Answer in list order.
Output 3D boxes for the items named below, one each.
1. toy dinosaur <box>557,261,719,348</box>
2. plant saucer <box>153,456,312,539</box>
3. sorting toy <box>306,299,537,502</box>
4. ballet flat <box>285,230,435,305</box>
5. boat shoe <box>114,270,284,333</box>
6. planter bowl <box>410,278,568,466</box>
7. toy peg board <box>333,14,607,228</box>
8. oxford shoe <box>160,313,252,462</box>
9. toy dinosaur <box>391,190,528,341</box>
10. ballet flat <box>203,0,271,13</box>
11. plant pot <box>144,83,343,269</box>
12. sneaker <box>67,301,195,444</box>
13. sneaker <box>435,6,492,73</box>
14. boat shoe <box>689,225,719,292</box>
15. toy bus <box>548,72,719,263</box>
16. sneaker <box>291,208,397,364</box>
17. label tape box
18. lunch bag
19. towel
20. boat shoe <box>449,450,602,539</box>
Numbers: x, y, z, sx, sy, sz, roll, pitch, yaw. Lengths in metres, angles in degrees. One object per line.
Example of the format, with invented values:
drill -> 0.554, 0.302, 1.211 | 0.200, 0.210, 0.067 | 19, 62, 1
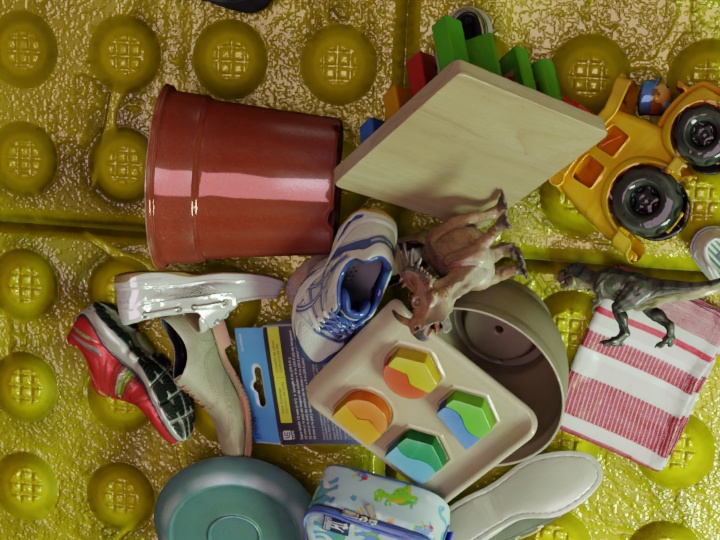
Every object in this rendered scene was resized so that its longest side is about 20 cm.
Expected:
toy dinosaur -> 0.301, 0.038, 1.271 | 0.199, 0.047, 0.089 | 4, 94, 27
plant saucer -> -0.148, 0.309, 1.403 | 0.198, 0.027, 0.202 | 0, 119, 1
sorting toy -> 0.058, 0.148, 1.243 | 0.200, 0.037, 0.185 | 41, 128, -4
ballet flat -> 0.000, 0.000, 1.338 | 0.199, 0.067, 0.069 | -20, 95, 13
boat shoe -> -0.180, 0.036, 1.335 | 0.199, 0.071, 0.070 | -1, 87, -27
planter bowl -> 0.137, 0.091, 1.278 | 0.199, 0.135, 0.202 | 12, 124, 18
toy peg board -> 0.104, -0.151, 1.197 | 0.199, 0.199, 0.098 | -38, 49, 42
oxford shoe -> -0.182, 0.135, 1.380 | 0.071, 0.073, 0.201 | -21, 87, 57
toy dinosaur -> 0.093, -0.015, 1.199 | 0.135, 0.200, 0.086 | -17, 107, 10
ballet flat -> -0.193, -0.335, 1.317 | 0.198, 0.073, 0.074 | 16, 102, 8
plant pot -> -0.119, -0.096, 1.289 | 0.193, 0.201, 0.203 | 3, 100, 2
sneaker -> -0.275, 0.131, 1.414 | 0.085, 0.077, 0.200 | -42, 80, 19
sneaker -> 0.091, -0.183, 1.266 | 0.075, 0.115, 0.202 | 12, 102, 8
boat shoe -> 0.431, 0.035, 1.266 | 0.200, 0.067, 0.074 | 39, 104, 2
toy bus -> 0.286, -0.137, 1.243 | 0.192, 0.136, 0.200 | 42, 103, 18
sneaker -> -0.022, 0.032, 1.235 | 0.075, 0.088, 0.201 | 16, 123, -13
label tape box -> -0.037, 0.124, 1.363 | 0.199, 0.066, 0.145 | -4, 99, 27
lunch bag -> 0.019, 0.307, 1.329 | 0.160, 0.083, 0.201 | 15, 142, 8
towel -> 0.312, 0.112, 1.324 | 0.143, 0.023, 0.201 | 23, 103, 7
boat shoe -> 0.186, 0.265, 1.354 | 0.201, 0.060, 0.072 | -27, 62, 13
